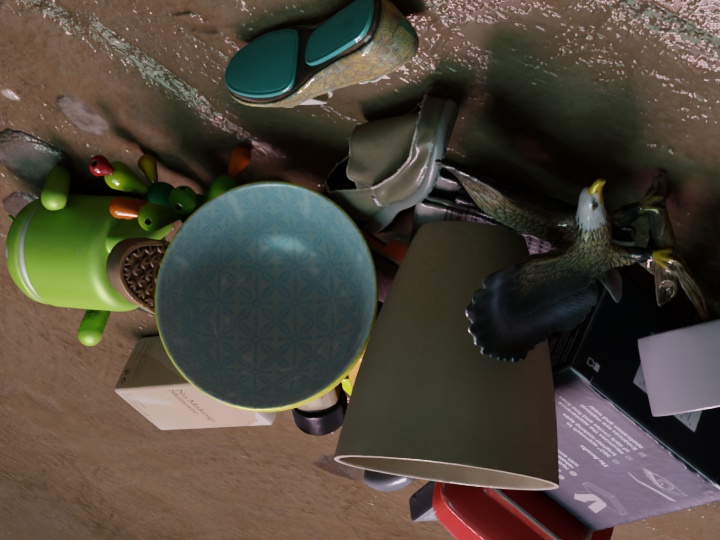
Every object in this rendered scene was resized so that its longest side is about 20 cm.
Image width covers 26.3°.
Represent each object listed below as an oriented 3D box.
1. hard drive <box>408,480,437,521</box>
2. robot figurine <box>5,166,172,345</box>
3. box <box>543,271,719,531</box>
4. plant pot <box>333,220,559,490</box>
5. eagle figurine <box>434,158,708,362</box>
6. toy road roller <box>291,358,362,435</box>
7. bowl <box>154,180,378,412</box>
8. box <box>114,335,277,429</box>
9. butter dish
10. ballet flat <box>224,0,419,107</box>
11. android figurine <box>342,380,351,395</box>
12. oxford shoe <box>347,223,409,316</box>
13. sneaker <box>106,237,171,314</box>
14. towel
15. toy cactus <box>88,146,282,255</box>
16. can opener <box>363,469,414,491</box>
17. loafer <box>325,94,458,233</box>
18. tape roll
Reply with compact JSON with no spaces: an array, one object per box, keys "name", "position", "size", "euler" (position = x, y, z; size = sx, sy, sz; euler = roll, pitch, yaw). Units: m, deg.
[{"name":"hard drive","position":[0.167,0.240,1.687],"size":[0.197,0.033,0.140],"euler":[1,157,-20]},{"name":"robot figurine","position":[-0.281,-0.019,1.583],"size":[0.198,0.116,0.177],"euler":[4,119,33]},{"name":"box","position":[0.220,0.123,1.399],"size":[0.196,0.118,0.199],"euler":[38,147,-15]},{"name":"plant pot","position":[0.080,0.068,1.273],"size":[0.185,0.203,0.187],"euler":[6,168,1]},{"name":"eagle figurine","position":[0.156,-0.022,1.211],"size":[0.197,0.152,0.153],"euler":[-8,114,-10]},{"name":"toy road roller","position":[0.009,0.064,1.505],"size":[0.197,0.147,0.124],"euler":[-4,135,9]},{"name":"bowl","position":[-0.075,0.033,1.369],"size":[0.198,0.202,0.108],"euler":[16,168,11]},{"name":"box","position":[-0.182,0.127,1.792],"size":[0.199,0.078,0.095],"euler":[-9,137,44]},{"name":"butter dish","position":[0.146,0.221,1.533],"size":[0.199,0.201,0.148],"euler":[38,140,-14]},{"name":"ballet flat","position":[-0.030,-0.165,1.230],"size":[0.071,0.071,0.199],"euler":[40,147,-28]},{"name":"android figurine","position":[0.057,0.119,1.653],"size":[0.181,0.041,0.200],"euler":[-10,135,44]},{"name":"oxford shoe","position":[0.000,0.000,1.412],"size":[0.071,0.073,0.199],"euler":[28,177,-41]},{"name":"sneaker","position":[-0.178,0.009,1.441],"size":[0.089,0.068,0.199],"euler":[14,178,40]},{"name":"towel","position":[0.136,-0.008,1.393],"size":[0.190,0.035,0.201],"euler":[20,150,6]},{"name":"toy cactus","position":[-0.152,-0.060,1.480],"size":[0.197,0.104,0.165],"euler":[12,168,14]},{"name":"can opener","position":[0.083,0.200,1.670],"size":[0.052,0.067,0.199],"euler":[25,150,-32]},{"name":"loafer","position":[0.021,-0.091,1.297],"size":[0.069,0.076,0.200],"euler":[24,151,-12]},{"name":"tape roll","position":[0.325,0.065,1.234],"size":[0.198,0.067,0.200],"euler":[-11,175,-1]}]
